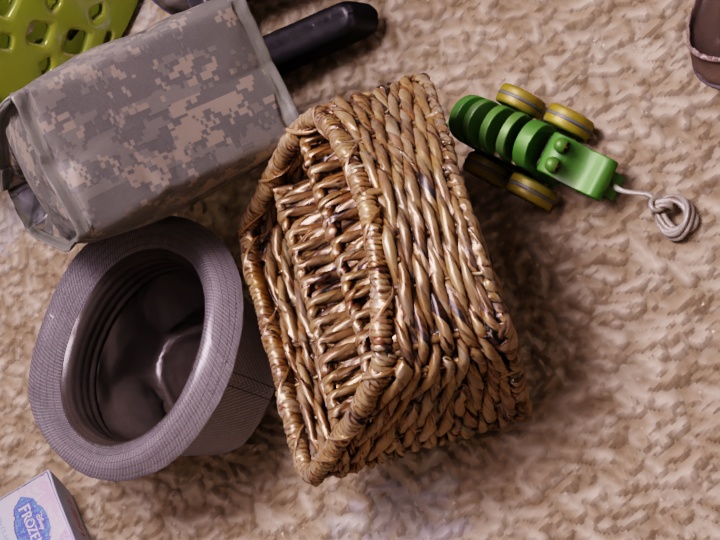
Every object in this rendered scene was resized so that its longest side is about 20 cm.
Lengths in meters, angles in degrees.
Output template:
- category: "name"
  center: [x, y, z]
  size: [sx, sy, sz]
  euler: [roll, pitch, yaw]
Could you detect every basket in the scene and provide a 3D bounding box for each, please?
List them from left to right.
- category: "basket"
  center: [0.000, 0.000, 1.054]
  size: [0.148, 0.143, 0.201]
  euler: [-16, 58, 2]

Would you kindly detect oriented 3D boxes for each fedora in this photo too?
- category: "fedora"
  center: [-0.123, 0.059, 1.201]
  size: [0.200, 0.090, 0.178]
  euler: [2, 73, 48]

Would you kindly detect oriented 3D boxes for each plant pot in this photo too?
- category: "plant pot"
  center: [-0.315, -0.188, 1.402]
  size: [0.199, 0.200, 0.182]
  euler: [19, 91, 43]

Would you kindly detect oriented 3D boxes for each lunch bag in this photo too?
- category: "lunch bag"
  center: [-0.146, -0.089, 1.180]
  size: [0.118, 0.164, 0.200]
  euler: [64, 163, -3]

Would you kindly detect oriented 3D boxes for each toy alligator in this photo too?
- category: "toy alligator"
  center: [0.111, -0.069, 1.079]
  size: [0.200, 0.054, 0.059]
  euler: [29, 93, 43]

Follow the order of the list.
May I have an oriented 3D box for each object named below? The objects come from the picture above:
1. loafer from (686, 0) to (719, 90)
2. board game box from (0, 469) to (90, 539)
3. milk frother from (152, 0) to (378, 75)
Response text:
- category: "loafer"
  center: [0.231, -0.198, 1.018]
  size: [0.073, 0.071, 0.201]
  euler: [23, 88, 44]
- category: "board game box"
  center: [-0.254, 0.264, 1.217]
  size: [0.199, 0.041, 0.200]
  euler: [-31, 52, 0]
- category: "milk frother"
  center: [-0.088, -0.237, 1.220]
  size: [0.188, 0.200, 0.181]
  euler: [-15, 66, 36]
